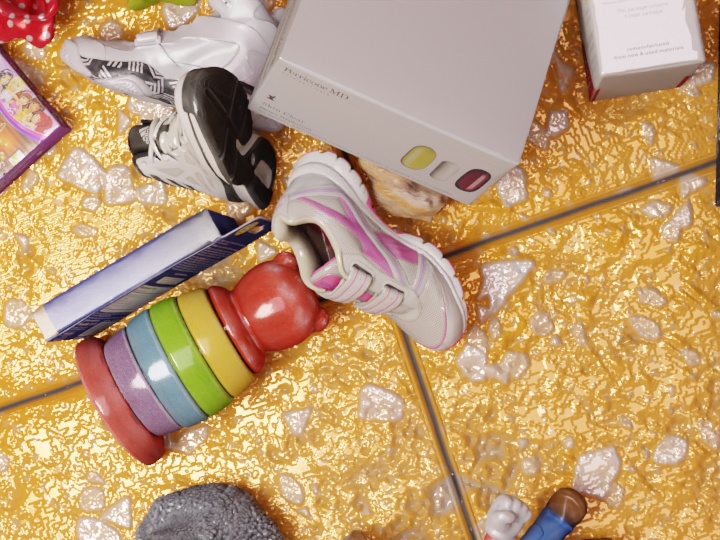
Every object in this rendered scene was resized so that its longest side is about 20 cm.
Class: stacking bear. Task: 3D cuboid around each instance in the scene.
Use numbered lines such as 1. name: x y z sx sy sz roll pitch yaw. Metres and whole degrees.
1. stacking bear: -0.126 0.062 1.205 0.199 0.114 0.122 -31 87 0

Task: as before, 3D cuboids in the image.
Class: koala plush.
1. koala plush: -0.141 0.269 1.153 0.176 0.200 0.185 13 90 6

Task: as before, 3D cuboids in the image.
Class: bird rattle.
1. bird rattle: -0.238 -0.276 1.236 0.199 0.113 0.164 -12 67 8

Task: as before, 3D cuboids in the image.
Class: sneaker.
1. sneaker: -0.145 -0.103 1.164 0.115 0.201 0.076 6 72 12
2. sneaker: 0.000 0.000 1.182 0.200 0.081 0.088 43 50 -2
3. sneaker: -0.148 -0.195 1.226 0.199 0.075 0.115 16 90 0

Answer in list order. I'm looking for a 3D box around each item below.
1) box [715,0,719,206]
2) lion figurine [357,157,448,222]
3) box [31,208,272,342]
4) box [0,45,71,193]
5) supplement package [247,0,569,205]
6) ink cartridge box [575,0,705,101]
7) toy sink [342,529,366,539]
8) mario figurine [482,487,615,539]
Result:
1. box: 0.340 -0.154 1.104 0.104 0.200 0.183 2 80 4
2. lion figurine: 0.034 -0.148 1.209 0.122 0.072 0.201 15 86 -5
3. box: -0.165 -0.003 1.199 0.199 0.121 0.033 -29 86 4
4. box: -0.369 -0.154 1.260 0.137 0.039 0.200 -41 86 3
5. supplement package: 0.038 -0.170 1.129 0.199 0.111 0.156 22 70 -10
6. ink cartridge box: 0.212 -0.248 1.157 0.083 0.145 0.201 -8 88 6
7. toy sink: 0.012 0.332 1.175 0.112 0.130 0.200 -40 87 4
8. mario figurine: 0.134 0.256 1.134 0.123 0.106 0.200 28 47 30
